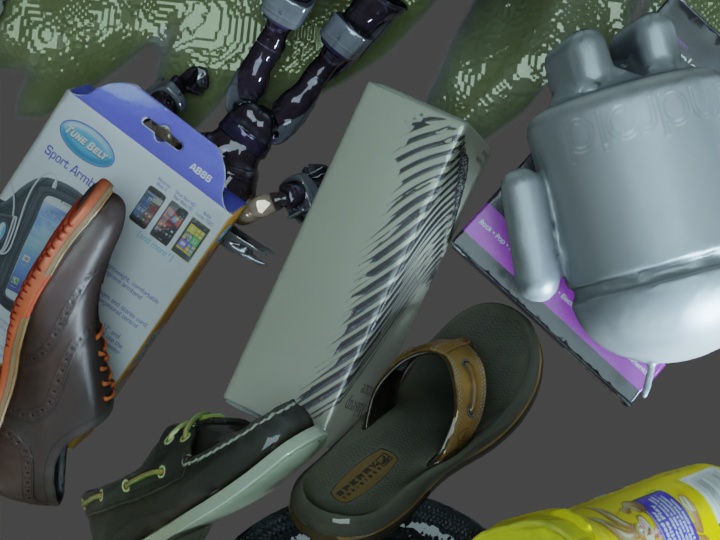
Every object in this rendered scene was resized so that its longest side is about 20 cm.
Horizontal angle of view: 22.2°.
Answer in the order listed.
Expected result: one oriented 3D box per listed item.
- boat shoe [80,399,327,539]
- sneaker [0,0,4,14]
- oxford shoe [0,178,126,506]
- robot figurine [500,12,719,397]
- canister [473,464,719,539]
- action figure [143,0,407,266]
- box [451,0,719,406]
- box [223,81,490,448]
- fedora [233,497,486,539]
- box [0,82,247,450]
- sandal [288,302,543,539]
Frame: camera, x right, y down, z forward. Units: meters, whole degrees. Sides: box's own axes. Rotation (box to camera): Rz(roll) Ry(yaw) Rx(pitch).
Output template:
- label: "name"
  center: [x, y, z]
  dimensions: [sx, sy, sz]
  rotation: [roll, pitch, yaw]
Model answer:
- label: "boat shoe"
  center: [-0.095, 0.115, 1.021]
  dimensions: [0.201, 0.072, 0.061]
  rotation: [-38, 76, 41]
- label: "sneaker"
  center: [-0.234, -0.241, 1.071]
  dimensions: [0.078, 0.090, 0.202]
  rotation: [1, 87, 1]
- label: "oxford shoe"
  center: [-0.162, 0.042, 1.022]
  dimensions: [0.072, 0.071, 0.201]
  rotation: [24, 114, -4]
- label: "robot figurine"
  center: [0.159, -0.036, 1.009]
  dimensions: [0.169, 0.113, 0.201]
  rotation: [-15, 89, -7]
- label: "canister"
  center: [0.149, 0.189, 0.981]
  dimensions: [0.086, 0.199, 0.149]
  rotation: [-20, 82, 35]
- label: "action figure"
  center: [-0.058, -0.091, 1.074]
  dimensions: [0.130, 0.069, 0.200]
  rotation: [36, 103, -4]
- label: "box"
  center: [0.171, -0.042, 1.083]
  dimensions: [0.143, 0.036, 0.200]
  rotation: [42, 90, 1]
- label: "box"
  center: [0.000, 0.000, 1.056]
  dimensions: [0.068, 0.082, 0.201]
  rotation: [24, 90, 17]
- label: "fedora"
  center: [0.005, 0.213, 1.046]
  dimensions: [0.199, 0.092, 0.202]
  rotation: [0, 89, 7]
- label: "box"
  center: [-0.156, -0.011, 1.060]
  dimensions: [0.119, 0.041, 0.200]
  rotation: [37, 104, 2]
- label: "sandal"
  center: [0.032, 0.075, 1.021]
  dimensions: [0.081, 0.055, 0.200]
  rotation: [25, 48, 36]
